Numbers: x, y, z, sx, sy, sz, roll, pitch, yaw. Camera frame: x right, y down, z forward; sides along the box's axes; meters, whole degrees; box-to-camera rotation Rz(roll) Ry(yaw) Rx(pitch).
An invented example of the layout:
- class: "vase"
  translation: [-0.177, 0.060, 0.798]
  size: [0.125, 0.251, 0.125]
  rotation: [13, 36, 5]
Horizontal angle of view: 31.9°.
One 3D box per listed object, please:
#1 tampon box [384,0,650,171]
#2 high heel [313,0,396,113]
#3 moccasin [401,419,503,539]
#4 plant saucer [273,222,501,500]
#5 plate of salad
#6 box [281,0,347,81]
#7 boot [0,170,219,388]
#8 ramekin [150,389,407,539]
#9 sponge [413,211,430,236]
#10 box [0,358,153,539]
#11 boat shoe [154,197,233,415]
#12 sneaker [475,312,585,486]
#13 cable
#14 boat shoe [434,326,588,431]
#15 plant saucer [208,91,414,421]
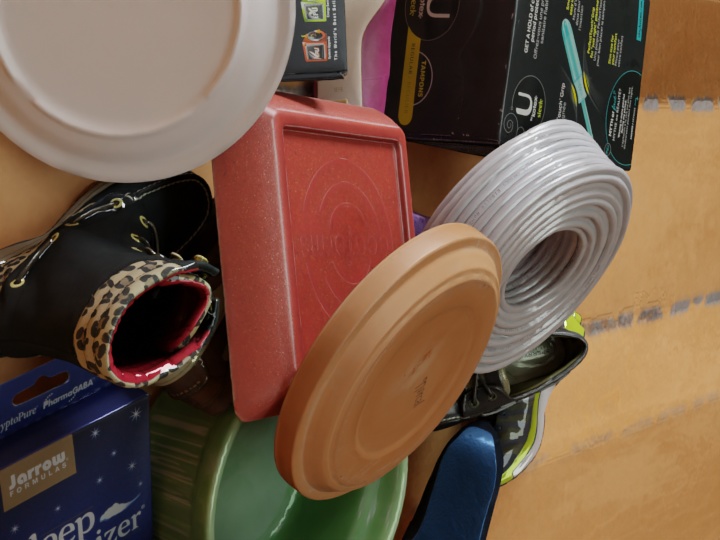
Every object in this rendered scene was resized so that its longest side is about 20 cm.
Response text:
- class: "tampon box"
  translation: [0.127, -0.168, 1.026]
  size: [0.199, 0.125, 0.152]
  rotation: [4, 94, -49]
- class: "high heel"
  translation: [0.001, -0.164, 0.940]
  size: [0.096, 0.066, 0.203]
  rotation: [43, 51, -71]
- class: "moccasin"
  translation: [0.079, 0.219, 1.051]
  size: [0.202, 0.080, 0.068]
  rotation: [-66, 172, 18]
- class: "plant saucer"
  translation: [0.026, 0.064, 0.800]
  size: [0.200, 0.032, 0.201]
  rotation: [-39, 151, -27]
- class: "plate of salad"
  translation: [-0.135, -0.151, 0.714]
  size: [0.048, 0.197, 0.203]
  rotation: [-98, -178, -74]
- class: "box"
  translation: [-0.091, -0.215, 0.767]
  size: [0.159, 0.049, 0.203]
  rotation: [-4, 101, -14]
- class: "boot"
  translation: [-0.125, 0.002, 0.736]
  size: [0.203, 0.152, 0.074]
  rotation: [-35, 122, -41]
- class: "ramekin"
  translation: [-0.065, 0.145, 0.875]
  size: [0.199, 0.097, 0.203]
  rotation: [-11, 105, -48]
- class: "sponge"
  translation: [0.000, 0.000, 0.959]
  size: [0.199, 0.030, 0.113]
  rotation: [16, 100, -50]
- class: "box"
  translation: [-0.179, 0.149, 0.759]
  size: [0.121, 0.032, 0.202]
  rotation: [-27, 128, -44]
- class: "boat shoe"
  translation: [-0.079, 0.008, 0.831]
  size: [0.075, 0.074, 0.204]
  rotation: [44, 50, -24]
- class: "sneaker"
  translation: [0.128, 0.102, 1.130]
  size: [0.081, 0.073, 0.202]
  rotation: [39, 63, -29]
- class: "cable"
  translation: [0.120, -0.015, 0.959]
  size: [0.198, 0.069, 0.201]
  rotation: [-23, 143, -31]
- class: "boat shoe"
  translation: [0.101, 0.083, 1.046]
  size: [0.199, 0.066, 0.073]
  rotation: [-16, 88, -27]
- class: "plant saucer"
  translation: [-0.017, -0.015, 0.811]
  size: [0.199, 0.036, 0.203]
  rotation: [-2, 86, -58]
